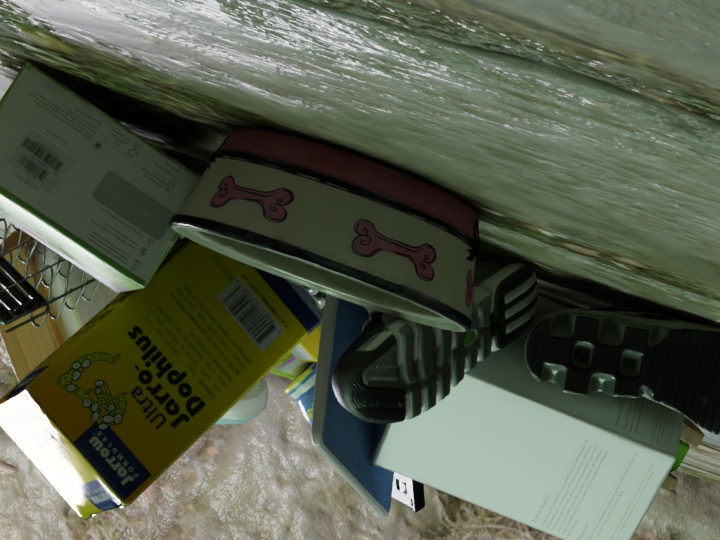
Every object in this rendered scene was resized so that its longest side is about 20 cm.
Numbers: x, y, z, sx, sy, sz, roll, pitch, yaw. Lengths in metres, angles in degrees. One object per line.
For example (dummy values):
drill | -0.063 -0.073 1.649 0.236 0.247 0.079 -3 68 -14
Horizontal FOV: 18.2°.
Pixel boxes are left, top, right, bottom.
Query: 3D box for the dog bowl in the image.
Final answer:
dog bowl | -0.014 -0.028 1.413 0.200 0.074 0.200 19 176 1

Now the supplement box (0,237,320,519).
supplement box | -0.146 0.068 1.601 0.110 0.200 0.109 49 155 -6

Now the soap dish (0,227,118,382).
soap dish | -0.228 0.018 1.822 0.081 0.158 0.200 -13 -162 18

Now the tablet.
tablet | -0.001 0.095 1.653 0.014 0.130 0.200 0 159 16

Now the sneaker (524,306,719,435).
sneaker | 0.218 0.061 1.593 0.200 0.074 0.089 16 -166 5

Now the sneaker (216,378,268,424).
sneaker | -0.146 0.115 1.858 0.200 0.082 0.074 7 -151 43

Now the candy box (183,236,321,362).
candy box | -0.098 -0.009 1.711 0.200 0.026 0.102 47 174 -5

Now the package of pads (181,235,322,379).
package of pads | -0.099 0.013 1.879 0.155 0.068 0.200 48 -176 16

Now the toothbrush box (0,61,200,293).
toothbrush box | -0.194 -0.059 1.531 0.145 0.086 0.200 34 174 -9

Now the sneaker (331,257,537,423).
sneaker | 0.023 0.038 1.563 0.115 0.075 0.200 21 -147 36

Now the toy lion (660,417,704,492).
toy lion | 0.186 0.104 2.027 0.191 0.069 0.200 29 -175 -33

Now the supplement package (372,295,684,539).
supplement package | 0.129 0.103 1.668 0.200 0.121 0.120 22 -141 -1

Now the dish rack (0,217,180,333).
dish rack | -0.243 -0.024 1.676 0.153 0.055 0.200 42 -134 21

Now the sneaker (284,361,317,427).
sneaker | 0.034 0.089 1.945 0.082 0.200 0.074 61 161 9

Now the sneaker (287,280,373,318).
sneaker | 0.000 0.000 1.667 0.081 0.075 0.200 0 160 33

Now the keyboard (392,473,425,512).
keyboard | 0.036 0.099 1.811 0.021 0.200 0.127 -18 -157 -30
